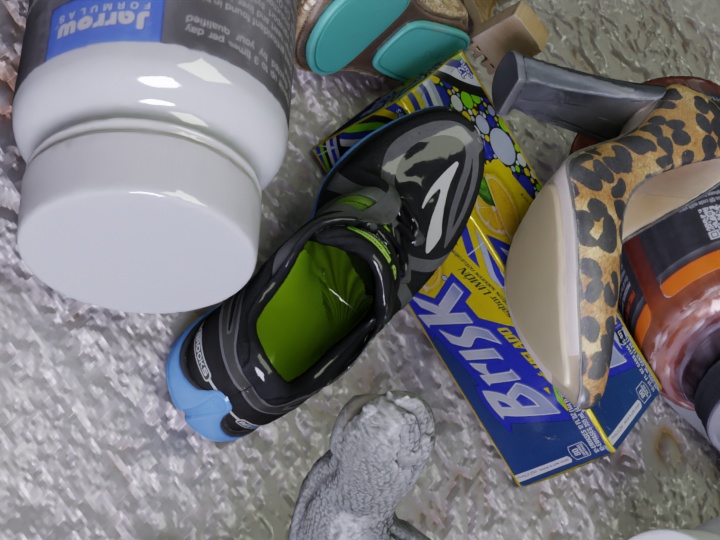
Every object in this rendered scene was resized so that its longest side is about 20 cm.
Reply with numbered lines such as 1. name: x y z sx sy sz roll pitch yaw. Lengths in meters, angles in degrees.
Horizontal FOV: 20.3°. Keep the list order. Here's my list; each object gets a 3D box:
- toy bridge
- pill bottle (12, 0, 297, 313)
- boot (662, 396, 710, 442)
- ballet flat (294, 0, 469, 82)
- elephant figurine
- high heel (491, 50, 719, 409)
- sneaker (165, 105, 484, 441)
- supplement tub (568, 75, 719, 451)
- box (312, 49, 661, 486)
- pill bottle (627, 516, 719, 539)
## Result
1. toy bridge: 0.092 -0.172 1.115 0.027 0.067 0.201 47 40 -20
2. pill bottle: -0.083 -0.092 0.831 0.113 0.113 0.202 28 50 -36
3. boot: 0.251 0.082 1.152 0.200 0.073 0.096 49 48 -17
4. ballet flat: -0.004 -0.129 0.960 0.065 0.070 0.200 51 11 12
5. elephant figurine: -0.002 0.147 0.725 0.154 0.199 0.143 19 56 -42
6. high heel: 0.139 -0.014 0.950 0.141 0.072 0.202 13 51 -21
7. sneaker: 0.000 0.000 0.873 0.071 0.082 0.200 53 54 -14
8. supplement tub: 0.182 -0.001 1.055 0.106 0.107 0.201 27 34 -37
9. box: 0.064 0.001 0.991 0.201 0.064 0.070 58 39 -8
10. pill bottle: 0.209 0.182 1.019 0.199 0.114 0.115 13 61 -45
